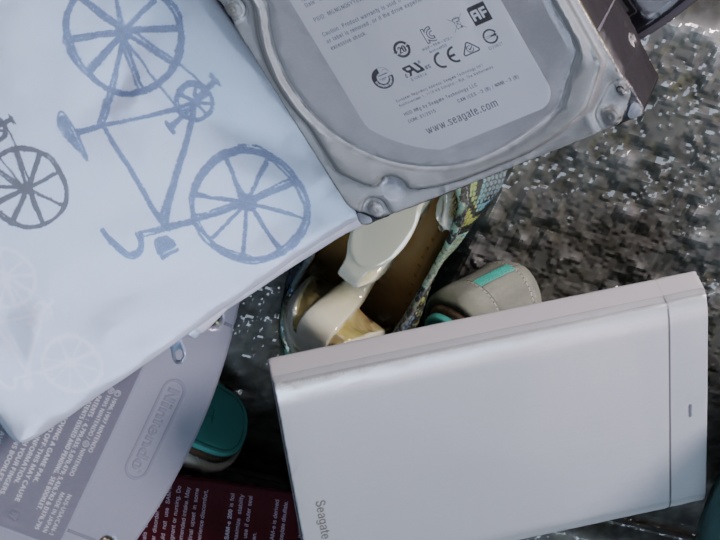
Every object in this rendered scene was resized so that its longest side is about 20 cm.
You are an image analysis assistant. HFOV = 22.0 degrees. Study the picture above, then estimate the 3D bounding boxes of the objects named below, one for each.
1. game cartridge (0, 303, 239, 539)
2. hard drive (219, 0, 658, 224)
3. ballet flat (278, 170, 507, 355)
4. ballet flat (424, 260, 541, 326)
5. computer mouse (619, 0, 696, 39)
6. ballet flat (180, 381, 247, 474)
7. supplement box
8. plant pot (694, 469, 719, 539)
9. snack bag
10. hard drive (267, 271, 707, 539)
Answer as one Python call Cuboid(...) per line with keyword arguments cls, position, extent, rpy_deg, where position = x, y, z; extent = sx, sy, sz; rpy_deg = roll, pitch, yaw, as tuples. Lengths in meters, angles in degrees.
Cuboid(cls="game cartridge", position=(-0.137, 0.054, 0.857), extent=(0.133, 0.040, 0.201), rpy_deg=(27, 89, -25))
Cuboid(cls="hard drive", position=(0.009, -0.125, 0.715), extent=(0.139, 0.038, 0.201), rpy_deg=(-20, 112, 31))
Cuboid(cls="ballet flat", position=(0.000, 0.000, 0.855), extent=(0.074, 0.074, 0.201), rpy_deg=(17, 127, -14))
Cuboid(cls="ballet flat", position=(0.065, 0.079, 0.935), extent=(0.067, 0.064, 0.201), rpy_deg=(34, 141, 31))
Cuboid(cls="computer mouse", position=(0.134, -0.154, 0.727), extent=(0.199, 0.053, 0.139), rpy_deg=(-25, 123, 20))
Cuboid(cls="ballet flat", position=(-0.145, 0.047, 0.913), extent=(0.200, 0.070, 0.069), rpy_deg=(36, 123, -29))
Cuboid(cls="supplement box", position=(-0.089, 0.137, 0.957), extent=(0.199, 0.061, 0.109), rpy_deg=(8, 171, -7))
Cuboid(cls="plant pot", position=(0.254, 0.151, 0.915), extent=(0.199, 0.201, 0.161), rpy_deg=(11, 143, -9))
Cuboid(cls="snack bag", position=(-0.124, -0.041, 0.787), extent=(0.200, 0.021, 0.189), rpy_deg=(-35, 106, 9))
Cuboid(cls="hard drive", position=(0.064, 0.076, 0.868), extent=(0.199, 0.027, 0.132), rpy_deg=(-11, 129, -4))
